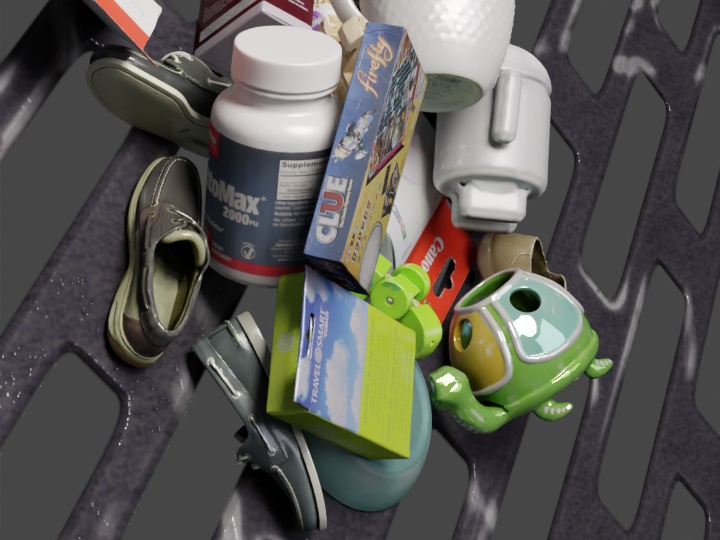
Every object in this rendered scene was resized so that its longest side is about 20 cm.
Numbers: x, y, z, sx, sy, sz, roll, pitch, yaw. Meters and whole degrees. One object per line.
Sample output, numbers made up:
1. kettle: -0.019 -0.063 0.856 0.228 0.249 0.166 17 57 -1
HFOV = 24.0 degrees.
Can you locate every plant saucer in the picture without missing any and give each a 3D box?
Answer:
1. plant saucer: 0.006 0.120 1.564 0.200 0.036 0.201 25 55 -42

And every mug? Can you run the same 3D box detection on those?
1. mug: 0.051 -0.250 1.565 0.200 0.148 0.176 14 67 -35

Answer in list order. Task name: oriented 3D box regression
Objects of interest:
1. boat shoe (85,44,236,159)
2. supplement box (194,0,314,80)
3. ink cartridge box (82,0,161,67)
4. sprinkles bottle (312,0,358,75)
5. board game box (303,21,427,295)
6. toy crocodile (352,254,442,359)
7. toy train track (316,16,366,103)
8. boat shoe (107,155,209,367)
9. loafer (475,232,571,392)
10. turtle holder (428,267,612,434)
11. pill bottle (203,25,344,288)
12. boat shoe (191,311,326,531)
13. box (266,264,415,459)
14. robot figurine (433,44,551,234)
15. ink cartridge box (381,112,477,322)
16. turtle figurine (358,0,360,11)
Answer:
1. boat shoe: -0.162 -0.155 1.460 0.200 0.072 0.068 24 60 -52
2. supplement box: -0.093 -0.287 1.575 0.061 0.109 0.200 24 56 -34
3. ink cartridge box: -0.221 -0.250 1.357 0.057 0.200 0.163 -47 116 -6
4. sprinkles bottle: -0.033 -0.221 1.598 0.068 0.068 0.201 18 61 -45
5. board game box: 0.006 -0.091 1.415 0.136 0.035 0.201 53 52 -74
6. toy crocodile: 0.000 0.000 1.572 0.200 0.062 0.068 43 25 5
7. toy train track: -0.048 -0.147 1.505 0.032 0.200 0.115 0 52 -31
8. boat shoe: -0.155 -0.014 1.405 0.072 0.066 0.201 36 47 -34
9. loafer: 0.188 0.045 1.784 0.200 0.067 0.076 59 38 -25
10. turtle holder: 0.142 0.083 1.682 0.185 0.141 0.132 -33 102 -7
11. pill bottle: -0.070 -0.098 1.432 0.120 0.119 0.200 -35 138 -52
12. boat shoe: -0.085 0.137 1.442 0.062 0.073 0.200 -22 100 -10
13. box: -0.018 0.082 1.440 0.200 0.048 0.122 33 56 -55
14. robot figurine: 0.131 -0.140 1.679 0.113 0.170 0.201 7 74 -9
15. ink cartridge box: 0.055 -0.059 1.688 0.200 0.057 0.163 49 41 -16
16. turtle figurine: 0.027 -0.237 1.684 0.200 0.064 0.162 4 53 -35
